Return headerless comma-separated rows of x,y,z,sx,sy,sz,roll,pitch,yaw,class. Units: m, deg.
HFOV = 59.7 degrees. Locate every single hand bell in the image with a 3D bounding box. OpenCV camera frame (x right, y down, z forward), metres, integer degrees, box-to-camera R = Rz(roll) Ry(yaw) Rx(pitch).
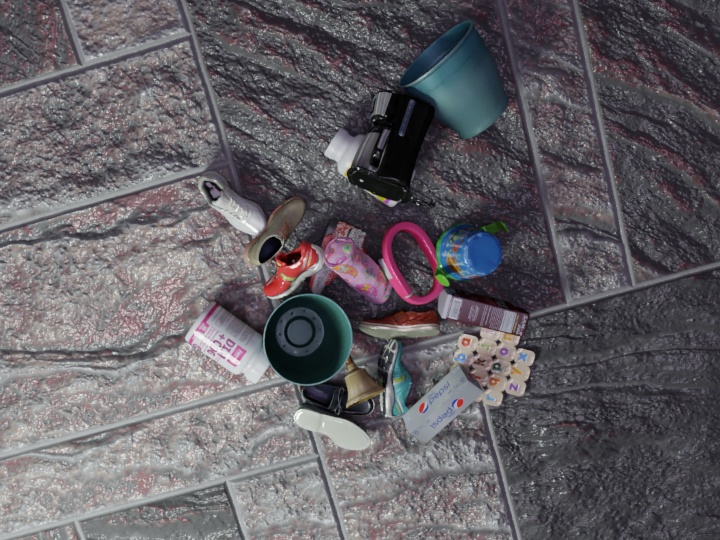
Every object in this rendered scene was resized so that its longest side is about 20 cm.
-0.027,0.218,1.516,0.104,0.104,0.201,-27,74,5,hand bell

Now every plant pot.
-0.130,0.150,1.450,0.199,0.161,0.202,0,91,-12,plant pot
0.219,-0.401,1.367,0.200,0.200,0.188,-43,111,7,plant pot

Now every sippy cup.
0.256,-0.041,1.435,0.139,0.130,0.179,15,89,-14,sippy cup

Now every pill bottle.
0.020,-0.240,1.431,0.199,0.104,0.105,33,98,-5,pill bottle
-0.306,0.175,1.500,0.199,0.113,0.114,36,98,-5,pill bottle

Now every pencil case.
0.000,0.000,1.432,0.087,0.088,0.200,-43,136,7,pencil case

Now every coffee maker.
0.087,-0.258,1.340,0.191,0.134,0.201,26,77,-25,coffee maker

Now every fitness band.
0.123,-0.018,1.466,0.143,0.037,0.201,-37,102,-30,fitness band

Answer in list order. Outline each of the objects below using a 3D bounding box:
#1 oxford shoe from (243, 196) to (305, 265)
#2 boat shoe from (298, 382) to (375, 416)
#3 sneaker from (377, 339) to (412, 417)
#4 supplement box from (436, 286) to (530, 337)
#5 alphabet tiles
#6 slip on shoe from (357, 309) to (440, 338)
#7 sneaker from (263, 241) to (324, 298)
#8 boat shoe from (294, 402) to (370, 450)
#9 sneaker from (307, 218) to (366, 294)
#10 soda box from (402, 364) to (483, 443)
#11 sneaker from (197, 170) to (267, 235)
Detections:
-0.184,-0.087,1.451,0.071,0.074,0.201,43,75,-32,oxford shoe
-0.060,0.316,1.548,0.199,0.062,0.075,20,97,-4,boat shoe
0.087,0.263,1.544,0.079,0.077,0.202,-4,105,-18,sneaker
0.287,0.095,1.483,0.199,0.109,0.061,14,99,-3,supplement box
0.325,0.233,1.554,0.194,0.015,0.201,13,100,-2,alphabet tiles
0.093,0.127,1.519,0.198,0.074,0.062,-3,65,7,slip on shoe
-0.170,-0.008,1.457,0.085,0.077,0.200,29,128,-34,sneaker
-0.066,0.381,1.558,0.199,0.062,0.073,22,104,-2,boat shoe
-0.052,-0.012,1.489,0.107,0.067,0.203,18,97,0,sneaker
0.199,0.325,1.526,0.068,0.064,0.200,36,106,-30,soda box
-0.304,-0.149,1.452,0.200,0.099,0.078,38,98,-6,sneaker
